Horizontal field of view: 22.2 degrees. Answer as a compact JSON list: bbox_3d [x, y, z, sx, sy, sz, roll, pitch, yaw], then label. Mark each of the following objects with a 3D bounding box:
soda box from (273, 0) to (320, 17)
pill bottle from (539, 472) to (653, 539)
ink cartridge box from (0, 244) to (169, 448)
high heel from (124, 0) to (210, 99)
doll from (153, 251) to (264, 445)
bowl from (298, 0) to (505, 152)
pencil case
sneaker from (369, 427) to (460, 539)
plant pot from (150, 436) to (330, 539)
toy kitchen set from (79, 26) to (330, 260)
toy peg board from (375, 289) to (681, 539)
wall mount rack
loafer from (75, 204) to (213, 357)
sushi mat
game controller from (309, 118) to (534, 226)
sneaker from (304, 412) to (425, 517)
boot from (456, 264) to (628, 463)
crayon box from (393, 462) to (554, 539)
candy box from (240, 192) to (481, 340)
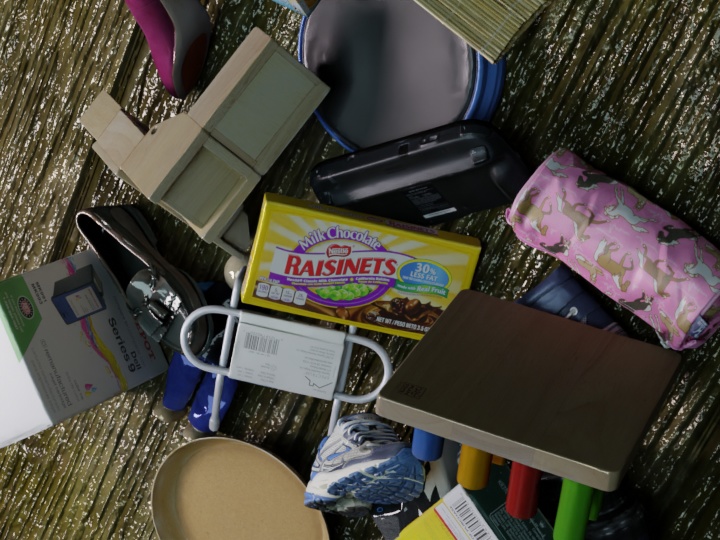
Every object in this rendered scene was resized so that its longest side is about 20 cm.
[{"bbox_3d":[-0.109,-0.297,1.624,0.199,0.068,0.064,31,79,34],"label":"soda box"},{"bbox_3d":[0.205,0.261,1.596,0.111,0.112,0.202,-9,98,32],"label":"pill bottle"},{"bbox_3d":[-0.296,0.069,1.793,0.087,0.200,0.147,-23,90,30],"label":"ink cartridge box"},{"bbox_3d":[-0.193,-0.245,1.692,0.095,0.068,0.201,24,141,18],"label":"high heel"},{"bbox_3d":[-0.145,0.068,1.791,0.136,0.048,0.201,35,119,17],"label":"doll"},{"bbox_3d":[0.031,-0.189,1.620,0.199,0.039,0.203,9,107,29],"label":"bowl"},{"bbox_3d":[0.219,-0.018,1.531,0.199,0.086,0.083,37,149,18],"label":"pencil case"},{"bbox_3d":[0.050,0.183,1.691,0.111,0.073,0.202,-5,99,35],"label":"sneaker"},{"bbox_3d":[-0.115,0.249,1.818,0.198,0.027,0.202,11,117,22],"label":"plant pot"},{"bbox_3d":[-0.121,-0.126,1.695,0.181,0.163,0.200,-51,36,3],"label":"toy kitchen set"},{"bbox_3d":[0.134,0.124,1.489,0.197,0.200,0.099,16,120,18],"label":"toy peg board"},{"bbox_3d":[-0.071,0.095,1.719,0.198,0.075,0.175,13,108,1],"label":"wall mount rack"},{"bbox_3d":[-0.214,0.011,1.771,0.200,0.063,0.072,51,119,35],"label":"loafer"},{"bbox_3d":[0.068,-0.266,1.558,0.200,0.012,0.096,41,77,15],"label":"sushi mat"},{"bbox_3d":[0.053,-0.078,1.612,0.199,0.104,0.043,-13,57,34],"label":"game controller"},{"bbox_3d":[0.001,0.165,1.654,0.200,0.076,0.086,151,130,-62],"label":"sneaker"},{"bbox_3d":[0.140,0.087,1.619,0.200,0.073,0.091,-44,75,23],"label":"boot"},{"bbox_3d":[0.105,0.246,1.571,0.127,0.051,0.200,54,153,8],"label":"crayon box"},{"bbox_3d":[0.000,0.000,1.639,0.198,0.026,0.103,12,111,-8],"label":"candy box"}]
